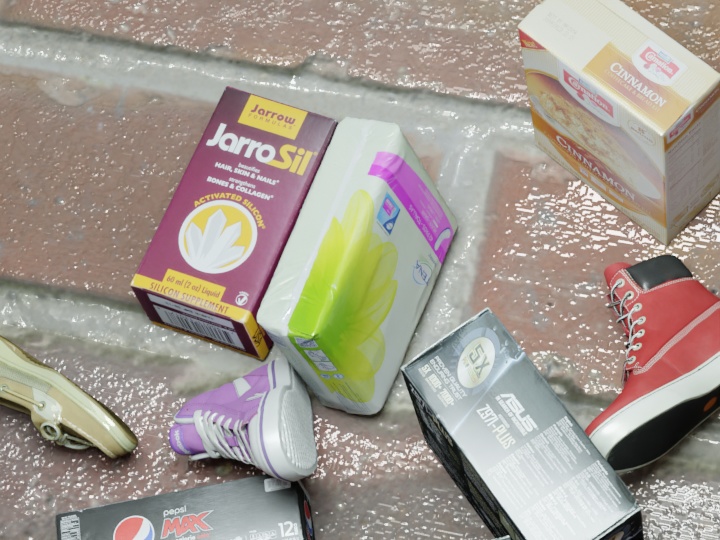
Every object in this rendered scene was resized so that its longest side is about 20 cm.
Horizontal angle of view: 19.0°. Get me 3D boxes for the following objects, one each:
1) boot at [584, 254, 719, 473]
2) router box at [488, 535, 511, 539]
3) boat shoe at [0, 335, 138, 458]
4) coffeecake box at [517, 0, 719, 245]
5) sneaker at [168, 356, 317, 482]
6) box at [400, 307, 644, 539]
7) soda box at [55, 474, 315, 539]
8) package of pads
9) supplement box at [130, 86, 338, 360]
[{"bbox_3d":[0.217,0.067,1.716,0.200,0.073,0.144,-32,61,-31],"label":"boot"},{"bbox_3d":[0.120,0.314,1.591,0.062,0.150,0.201,-18,65,1],"label":"router box"},{"bbox_3d":[-0.271,0.110,1.793,0.200,0.073,0.063,30,80,23],"label":"boat shoe"},{"bbox_3d":[0.213,-0.130,1.751,0.153,0.200,0.073,40,77,23],"label":"coffeecake box"},{"bbox_3d":[-0.096,0.134,1.703,0.114,0.200,0.073,-20,100,3],"label":"sneaker"},{"bbox_3d":[0.127,0.154,1.656,0.086,0.164,0.200,-33,64,-6],"label":"box"},{"bbox_3d":[-0.138,0.215,1.721,0.199,0.071,0.064,-10,66,5],"label":"soda box"},{"bbox_3d":[0.000,0.000,1.752,0.068,0.155,0.201,11,65,28],"label":"package of pads"},{"bbox_3d":[-0.098,-0.041,1.823,0.110,0.086,0.201,17,69,16],"label":"supplement box"}]
